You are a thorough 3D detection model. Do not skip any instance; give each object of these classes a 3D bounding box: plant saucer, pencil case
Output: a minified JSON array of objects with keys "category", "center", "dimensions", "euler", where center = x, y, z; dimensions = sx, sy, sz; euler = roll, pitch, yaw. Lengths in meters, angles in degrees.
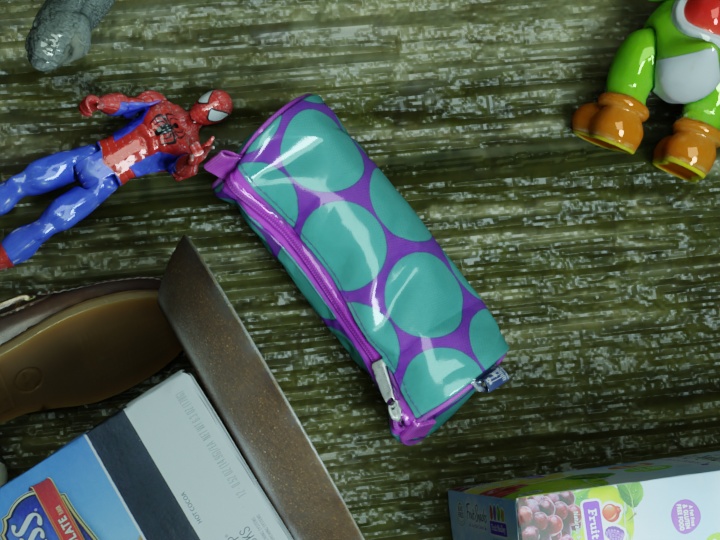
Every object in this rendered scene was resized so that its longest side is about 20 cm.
[{"category":"plant saucer","center":[-0.056,0.076,0.843],"dimensions":[0.034,0.200,0.201],"euler":[-29,87,-5]},{"category":"pencil case","center":[0.000,0.000,0.919],"dimensions":[0.201,0.085,0.092],"euler":[52,45,3]}]

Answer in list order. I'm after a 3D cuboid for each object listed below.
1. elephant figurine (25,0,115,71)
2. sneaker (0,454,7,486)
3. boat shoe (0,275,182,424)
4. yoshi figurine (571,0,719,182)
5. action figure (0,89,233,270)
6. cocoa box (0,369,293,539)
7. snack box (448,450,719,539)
[{"category":"elephant figurine","center":[-0.164,-0.219,0.899],"dimensions":[0.200,0.155,0.142],"euler":[-44,112,-20]},{"category":"sneaker","center":[-0.249,0.192,0.874],"dimensions":[0.093,0.070,0.200],"euler":[45,76,-18]},{"category":"boat shoe","center":[-0.193,0.044,0.893],"dimensions":[0.199,0.071,0.070],"euler":[-19,42,-23]},{"category":"yoshi figurine","center":[0.202,-0.163,0.983],"dimensions":[0.111,0.112,0.202],"euler":[22,94,36]},{"category":"action figure","center":[-0.157,-0.057,0.903],"dimensions":[0.199,0.099,0.066],"euler":[-30,88,-14]},{"category":"cocoa box","center":[-0.092,0.173,0.806],"dimensions":[0.131,0.200,0.134],"euler":[-31,61,-9]},{"category":"snack box","center":[0.163,0.140,0.880],"dimensions":[0.198,0.169,0.068],"euler":[-5,85,-10]}]
